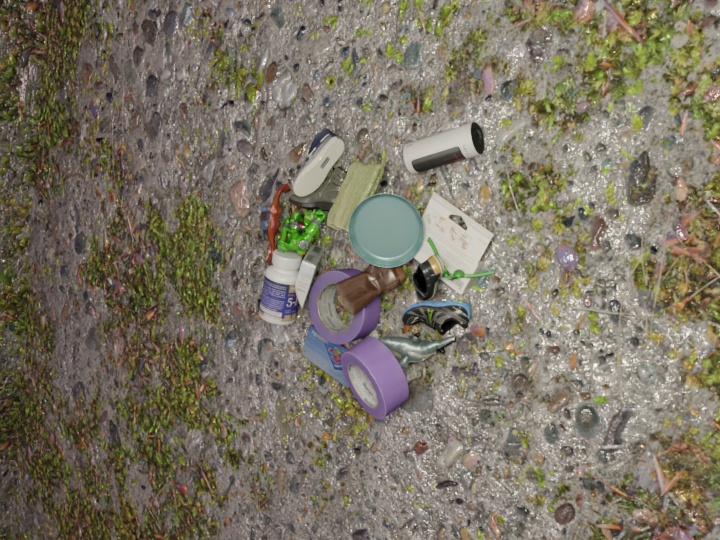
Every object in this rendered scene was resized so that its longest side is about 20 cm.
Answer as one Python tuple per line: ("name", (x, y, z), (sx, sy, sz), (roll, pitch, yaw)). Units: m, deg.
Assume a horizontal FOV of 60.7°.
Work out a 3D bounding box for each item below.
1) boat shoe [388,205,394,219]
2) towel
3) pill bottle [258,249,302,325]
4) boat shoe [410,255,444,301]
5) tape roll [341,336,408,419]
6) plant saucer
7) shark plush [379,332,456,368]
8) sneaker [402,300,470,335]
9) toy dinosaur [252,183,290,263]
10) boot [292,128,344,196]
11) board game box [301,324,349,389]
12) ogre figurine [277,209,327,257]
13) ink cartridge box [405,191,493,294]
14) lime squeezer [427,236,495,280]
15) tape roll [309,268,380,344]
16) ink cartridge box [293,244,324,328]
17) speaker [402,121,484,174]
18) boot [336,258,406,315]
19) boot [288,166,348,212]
("boat shoe", (0.046, -0.167, 1.662), (0.198, 0.069, 0.073), (-3, 110, 56))
("towel", (-0.017, -0.200, 1.658), (0.147, 0.036, 0.204), (17, 79, 54))
("pill bottle", (-0.234, 0.047, 1.848), (0.118, 0.118, 0.206), (23, 110, 31))
("boat shoe", (0.159, 0.026, 1.548), (0.076, 0.061, 0.201), (61, 164, 18))
("tape roll", (0.037, 0.287, 1.646), (0.200, 0.084, 0.204), (42, 148, 34))
("plant saucer", (0.066, -0.104, 1.574), (0.193, 0.028, 0.206), (3, 117, 7))
("shark plush", (0.149, 0.200, 1.602), (0.195, 0.091, 0.085), (-4, 121, 30))
("sneaker", (0.190, 0.124, 1.579), (0.195, 0.070, 0.085), (-7, 75, 33))
("toy dinosaur", (-0.248, -0.162, 1.840), (0.182, 0.103, 0.204), (-51, 58, 46))
("boot", (-0.130, -0.306, 1.748), (0.200, 0.073, 0.091), (-47, 43, 4))
("board game box", (-0.089, 0.254, 1.830), (0.197, 0.019, 0.106), (31, 113, 30))
("ogre figurine", (-0.182, -0.111, 1.790), (0.195, 0.098, 0.122), (9, 65, 33))
("ink cartridge box", (0.227, -0.070, 1.553), (0.199, 0.044, 0.179), (39, 117, 26))
("lime squeezer", (0.235, -0.007, 1.516), (0.197, 0.038, 0.072), (30, 83, 31))
("tape roll", (-0.046, 0.099, 1.735), (0.195, 0.084, 0.207), (4, 97, 34))
("ink cartridge box", (-0.165, 0.044, 1.780), (0.046, 0.161, 0.204), (21, 109, -2))
("speaker", (0.206, -0.303, 1.526), (0.196, 0.080, 0.084), (-11, 89, 35))
("boot", (0.000, 0.000, 1.638), (0.189, 0.197, 0.065), (56, 163, 15))
("boot", (-0.117, -0.241, 1.787), (0.196, 0.067, 0.135), (10, 89, 35))
